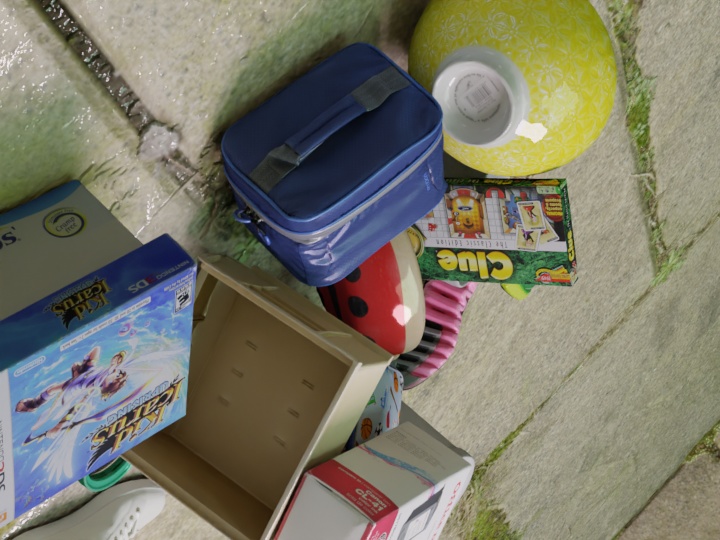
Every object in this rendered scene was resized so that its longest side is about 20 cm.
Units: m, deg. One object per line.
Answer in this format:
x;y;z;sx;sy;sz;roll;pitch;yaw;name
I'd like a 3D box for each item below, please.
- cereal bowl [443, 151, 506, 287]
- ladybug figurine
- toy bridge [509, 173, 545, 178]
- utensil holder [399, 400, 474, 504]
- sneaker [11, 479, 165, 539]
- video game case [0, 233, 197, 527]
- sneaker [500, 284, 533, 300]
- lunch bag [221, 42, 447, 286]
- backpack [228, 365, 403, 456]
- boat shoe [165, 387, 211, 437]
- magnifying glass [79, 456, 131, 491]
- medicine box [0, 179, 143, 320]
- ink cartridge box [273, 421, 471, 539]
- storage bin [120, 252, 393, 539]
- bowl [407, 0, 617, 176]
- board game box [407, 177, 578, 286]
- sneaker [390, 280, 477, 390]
0.104;-0.088;1.537;0.201;0.083;0.200;-60;166;-26;cereal bowl
0.000;0.000;1.438;0.072;0.136;0.201;-26;108;-27;ladybug figurine
0.175;-0.103;1.558;0.201;0.027;0.067;-67;166;-2;toy bridge
-0.002;0.209;1.654;0.170;0.200;0.170;-40;155;-23;utensil holder
-0.261;0.279;1.489;0.200;0.085;0.073;-25;143;-42;sneaker
-0.214;0.087;1.119;0.200;0.045;0.182;-31;149;-33;video game case
0.184;-0.024;1.794;0.084;0.074;0.200;-47;163;2;sneaker
-0.028;-0.094;1.298;0.200;0.136;0.133;-38;151;-18;lunch bag
-0.047;0.150;1.487;0.190;0.153;0.201;31;61;-60;backpack
-0.148;0.159;1.528;0.065;0.072;0.200;-29;161;5;boat shoe
-0.228;0.133;1.416;0.079;0.022;0.201;-26;143;-45;magnifying glass
-0.268;0.060;1.167;0.182;0.103;0.201;-31;149;-33;medicine box
0.003;0.238;1.369;0.200;0.085;0.148;-15;133;-58;ink cartridge box
-0.105;0.115;1.352;0.201;0.198;0.094;-63;158;12;storage bin
0.120;-0.166;1.333;0.108;0.199;0.201;-43;159;-54;bowl
0.106;-0.038;1.425;0.023;0.199;0.105;-49;134;-50;board game box
0.083;0.057;1.711;0.201;0.079;0.095;-59;173;-19;sneaker
